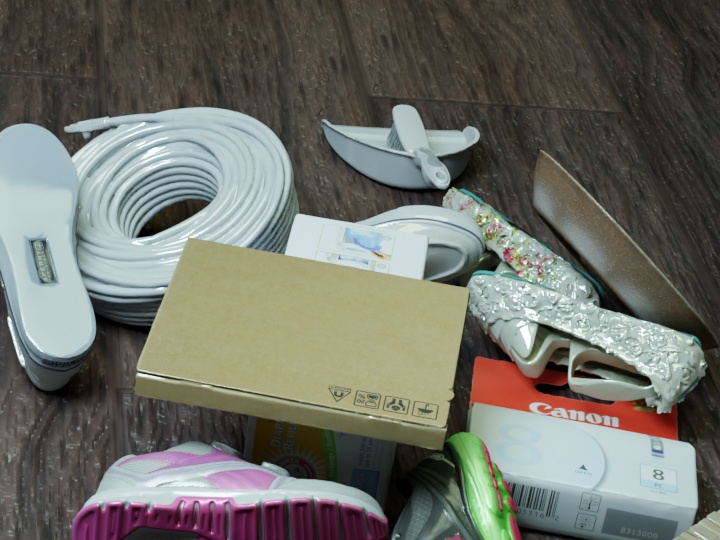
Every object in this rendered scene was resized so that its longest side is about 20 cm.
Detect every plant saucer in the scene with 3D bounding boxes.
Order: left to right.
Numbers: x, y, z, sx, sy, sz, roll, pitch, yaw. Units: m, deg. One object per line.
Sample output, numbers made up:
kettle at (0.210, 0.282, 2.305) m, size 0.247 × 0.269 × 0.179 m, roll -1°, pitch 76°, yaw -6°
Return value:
plant saucer at (0.191, -0.005, 1.623) m, size 0.201 × 0.037 × 0.200 m, roll 47°, pitch 3°, yaw -3°

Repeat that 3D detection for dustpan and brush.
dustpan and brush at (0.048, -0.100, 1.841) m, size 0.138 × 0.058 × 0.201 m, roll 2°, pitch 31°, yaw -12°

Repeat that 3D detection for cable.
cable at (-0.144, -0.041, 1.631) m, size 0.198 × 0.070 × 0.201 m, roll -9°, pitch 44°, yaw 8°

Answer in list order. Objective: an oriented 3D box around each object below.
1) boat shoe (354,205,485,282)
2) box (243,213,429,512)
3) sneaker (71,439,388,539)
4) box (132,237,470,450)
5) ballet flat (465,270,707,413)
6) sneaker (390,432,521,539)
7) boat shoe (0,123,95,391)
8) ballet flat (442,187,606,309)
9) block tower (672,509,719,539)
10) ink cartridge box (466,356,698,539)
boat shoe at (0.000, 0.000, 1.647) m, size 0.198 × 0.071 × 0.070 m, roll -3°, pitch 39°, yaw -6°
box at (-0.016, 0.063, 1.493) m, size 0.100 × 0.113 × 0.201 m, roll 10°, pitch 31°, yaw 2°
sneaker at (-0.080, 0.148, 1.365) m, size 0.198 × 0.082 × 0.088 m, roll 6°, pitch 32°, yaw -5°
box at (-0.033, 0.044, 1.393) m, size 0.198 × 0.021 × 0.164 m, roll 10°, pitch 33°, yaw 3°
ballet flat at (0.153, 0.054, 1.571) m, size 0.198 × 0.072 × 0.072 m, roll 16°, pitch 30°, yaw 26°
sneaker at (0.062, 0.193, 1.354) m, size 0.083 × 0.077 × 0.201 m, roll -25°, pitch 36°, yaw 14°
boat shoe at (-0.234, -0.004, 1.551) m, size 0.074 × 0.086 × 0.203 m, roll -5°, pitch 60°, yaw -24°
ballet flat at (0.112, -0.004, 1.694) m, size 0.064 × 0.076 × 0.200 m, roll -39°, pitch 42°, yaw -13°
block tower at (0.193, 0.214, 1.351) m, size 0.058 × 0.054 × 0.199 m, roll 32°, pitch 37°, yaw 33°
ink cartridge box at (0.155, 0.113, 1.520) m, size 0.158 × 0.048 × 0.201 m, roll 10°, pitch 32°, yaw 1°
